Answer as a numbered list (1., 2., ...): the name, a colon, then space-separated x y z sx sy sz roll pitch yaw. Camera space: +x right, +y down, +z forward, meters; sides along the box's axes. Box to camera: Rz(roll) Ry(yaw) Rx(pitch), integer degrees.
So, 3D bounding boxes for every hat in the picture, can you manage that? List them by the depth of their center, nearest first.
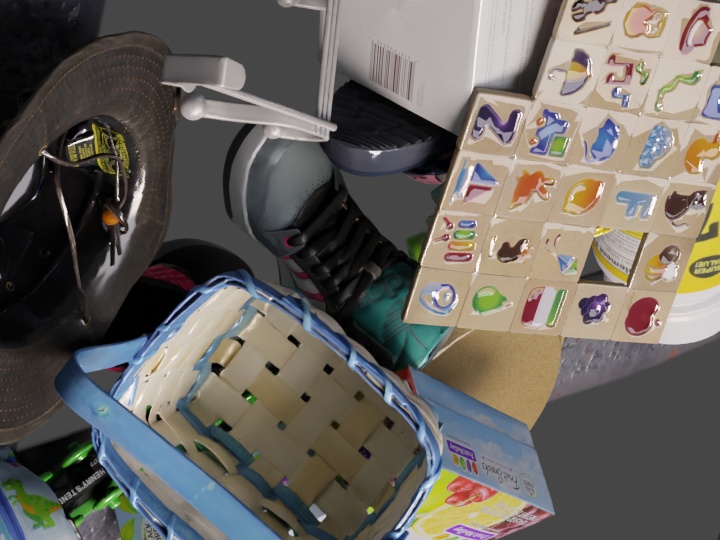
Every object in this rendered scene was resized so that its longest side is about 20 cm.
1. hat: -0.162 -0.027 1.018 0.201 0.081 0.201 -55 158 -34

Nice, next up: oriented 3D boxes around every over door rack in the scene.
1. over door rack: -0.053 -0.144 1.020 0.200 0.066 0.149 18 77 -77

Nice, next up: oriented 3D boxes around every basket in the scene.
1. basket: -0.046 0.090 1.085 0.139 0.176 0.200 -51 171 11

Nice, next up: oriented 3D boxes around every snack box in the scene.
1. snack box: -0.013 0.137 1.279 0.199 0.068 0.169 -24 155 21

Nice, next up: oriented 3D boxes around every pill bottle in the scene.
1. pill bottle: 0.208 -0.052 1.475 0.114 0.114 0.201 -39 144 -27

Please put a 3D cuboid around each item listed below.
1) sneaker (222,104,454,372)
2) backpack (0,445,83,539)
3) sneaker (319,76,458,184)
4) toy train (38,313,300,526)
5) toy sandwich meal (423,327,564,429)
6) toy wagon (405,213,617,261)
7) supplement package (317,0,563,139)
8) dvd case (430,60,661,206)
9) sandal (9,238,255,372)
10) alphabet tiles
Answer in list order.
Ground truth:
1. sneaker: 0.000 0.000 1.224 0.084 0.121 0.200 -48 146 -16
2. backpack: -0.193 0.184 1.092 0.153 0.163 0.201 0 111 -38
3. sneaker: 0.037 -0.074 1.238 0.200 0.070 0.082 -31 145 -52
4. toy train: -0.111 0.087 1.211 0.200 0.042 0.056 -36 179 -29
5. toy sandwich meal: 0.050 0.069 1.411 0.205 0.070 0.206 -29 143 -25
6. toy wagon: 0.108 -0.036 1.299 0.155 0.040 0.200 -22 -177 -5
7. supplement package: 0.086 -0.171 1.203 0.200 0.114 0.110 -29 137 -38
8. dvd case: 0.127 -0.091 1.285 0.146 0.022 0.200 -34 180 21
9. sandal: -0.120 0.023 1.151 0.200 0.045 0.075 2 115 -55
10. alphabet tiles: 0.121 -0.055 1.174 0.166 0.008 0.201 6 114 -28
